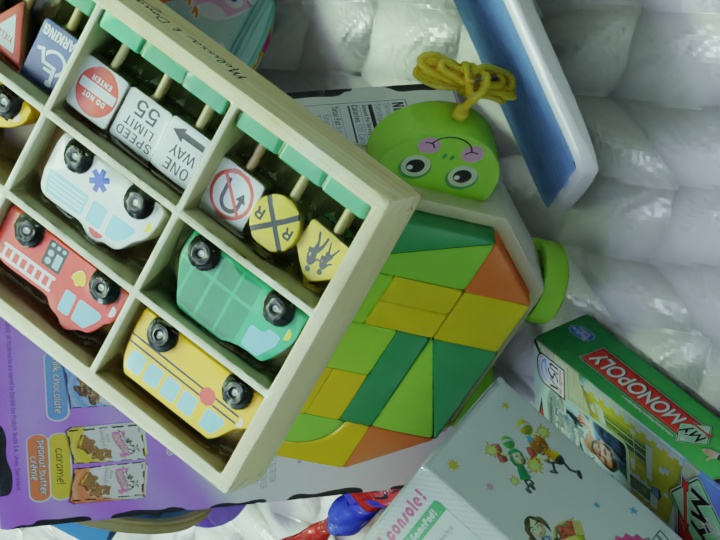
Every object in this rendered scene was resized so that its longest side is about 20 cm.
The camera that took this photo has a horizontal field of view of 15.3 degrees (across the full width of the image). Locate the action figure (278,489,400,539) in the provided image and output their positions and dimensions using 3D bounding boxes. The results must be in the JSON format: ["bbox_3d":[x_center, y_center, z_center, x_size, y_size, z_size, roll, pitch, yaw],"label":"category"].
[{"bbox_3d":[-0.004,0.101,1.244,0.200,0.051,0.066,-29,79,63],"label":"action figure"}]

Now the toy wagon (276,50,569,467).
[{"bbox_3d":[0.000,0.000,0.999,0.200,0.154,0.040,123,150,-43],"label":"toy wagon"}]

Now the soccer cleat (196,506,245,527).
[{"bbox_3d":[-0.069,0.058,1.319,0.073,0.068,0.201,38,139,41],"label":"soccer cleat"}]

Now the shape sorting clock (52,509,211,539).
[{"bbox_3d":[-0.155,0.061,1.228,0.200,0.199,0.039,45,115,41],"label":"shape sorting clock"}]

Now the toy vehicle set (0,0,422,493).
[{"bbox_3d":[-0.087,-0.030,0.950,0.200,0.026,0.125,36,111,19],"label":"toy vehicle set"}]

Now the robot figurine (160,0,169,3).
[{"bbox_3d":[-0.116,-0.167,1.050,0.200,0.117,0.144,28,156,50],"label":"robot figurine"}]

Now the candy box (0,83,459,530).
[{"bbox_3d":[-0.056,0.015,1.089,0.072,0.198,0.169,-105,14,-47],"label":"candy box"}]

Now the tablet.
[{"bbox_3d":[0.039,-0.120,0.976,0.130,0.014,0.201,98,148,-84],"label":"tablet"}]

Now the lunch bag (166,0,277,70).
[{"bbox_3d":[-0.117,-0.052,1.214,0.077,0.161,0.200,29,156,-10],"label":"lunch bag"}]

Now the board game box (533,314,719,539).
[{"bbox_3d":[0.118,0.134,1.043,0.134,0.029,0.201,40,143,47],"label":"board game box"}]

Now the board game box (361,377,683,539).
[{"bbox_3d":[0.081,0.158,0.985,0.200,0.064,0.148,41,135,5],"label":"board game box"}]
